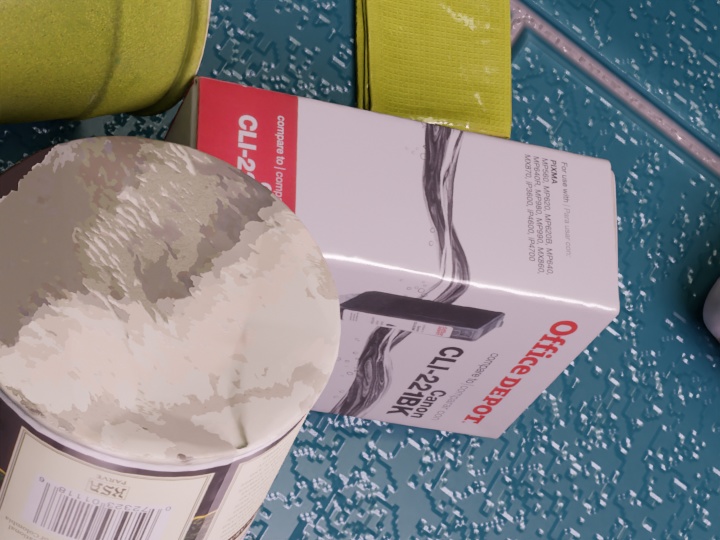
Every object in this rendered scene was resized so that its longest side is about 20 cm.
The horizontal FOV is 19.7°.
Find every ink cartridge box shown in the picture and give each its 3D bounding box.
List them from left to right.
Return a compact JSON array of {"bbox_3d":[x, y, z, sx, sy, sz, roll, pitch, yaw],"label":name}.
[{"bbox_3d":[0.000,0.000,0.941,0.199,0.144,0.084,9,59,-17],"label":"ink cartridge box"}]

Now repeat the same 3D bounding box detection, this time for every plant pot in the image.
[{"bbox_3d":[-0.194,-0.141,0.865,0.192,0.200,0.201,-18,86,-29],"label":"plant pot"}]

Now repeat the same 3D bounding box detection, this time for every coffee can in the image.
[{"bbox_3d":[-0.104,0.065,0.824,0.146,0.200,0.147,11,50,-14],"label":"coffee can"}]

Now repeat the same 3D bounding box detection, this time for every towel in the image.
[{"bbox_3d":[0.040,-0.169,1.064,0.086,0.018,0.201,4,79,-18],"label":"towel"}]

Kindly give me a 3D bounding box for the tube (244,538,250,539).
[{"bbox_3d":[-0.052,0.151,0.952,0.199,0.078,0.051,23,113,-15],"label":"tube"}]

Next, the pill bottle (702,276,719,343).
[{"bbox_3d":[0.278,0.059,1.051,0.116,0.116,0.200,-44,95,-21],"label":"pill bottle"}]
